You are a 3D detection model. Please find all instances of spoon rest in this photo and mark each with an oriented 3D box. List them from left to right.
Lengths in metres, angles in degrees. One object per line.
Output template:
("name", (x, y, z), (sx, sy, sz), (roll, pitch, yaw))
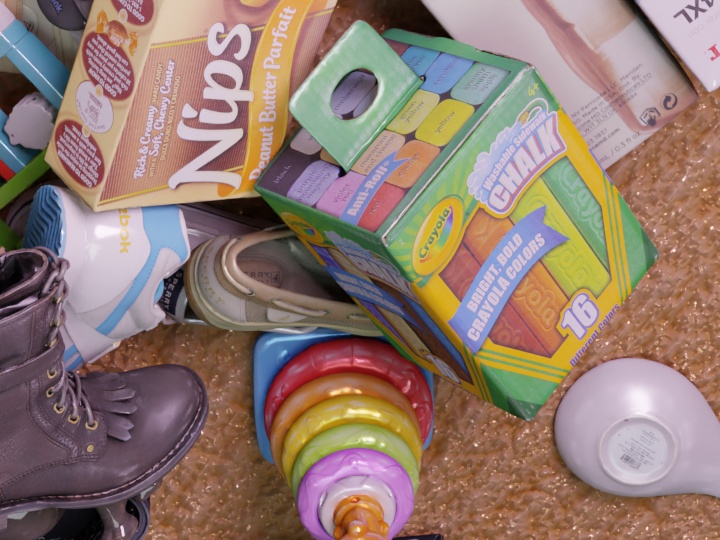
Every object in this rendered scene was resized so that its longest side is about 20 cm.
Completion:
("spoon rest", (0.218, 0.132, 1.160), (0.200, 0.061, 0.099), (35, 110, -7))

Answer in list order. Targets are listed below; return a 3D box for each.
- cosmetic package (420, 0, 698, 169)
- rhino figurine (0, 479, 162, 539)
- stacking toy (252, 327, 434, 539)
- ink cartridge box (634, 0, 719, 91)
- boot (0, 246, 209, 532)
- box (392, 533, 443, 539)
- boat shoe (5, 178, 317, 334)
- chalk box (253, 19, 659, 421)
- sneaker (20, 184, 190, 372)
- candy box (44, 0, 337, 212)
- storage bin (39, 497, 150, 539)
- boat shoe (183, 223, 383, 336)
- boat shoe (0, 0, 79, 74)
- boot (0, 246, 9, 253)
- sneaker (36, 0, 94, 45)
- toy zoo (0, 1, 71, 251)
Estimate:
("cosmetic package", (0.086, -0.156, 0.956), (0.087, 0.103, 0.200), (-37, 117, 14))
("rhino figurine", (-0.217, 0.150, 1.006), (0.200, 0.060, 0.088), (-33, 118, 0))
("stacking toy", (-0.003, 0.122, 1.045), (0.116, 0.200, 0.110), (-4, 119, -4))
("ink cartridge box", (0.179, -0.205, 0.922), (0.128, 0.125, 0.200), (-37, 115, 15))
("boot", (-0.160, 0.054, 0.892), (0.199, 0.069, 0.174), (-22, 145, -28))
("box", (-0.016, 0.279, 1.218), (0.158, 0.046, 0.201), (-4, 120, -3))
("boat shoe", (-0.112, -0.002, 1.041), (0.199, 0.070, 0.071), (14, 117, -13))
("chalk box", (0.042, -0.040, 0.924), (0.125, 0.124, 0.200), (-50, 128, -12))
("sneaker", (-0.154, 0.022, 0.979), (0.080, 0.077, 0.200), (1, 154, -23))
("candy box", (-0.074, -0.128, 0.879), (0.115, 0.055, 0.200), (-8, 132, -44))
("storage bin", (-0.239, 0.121, 1.086), (0.200, 0.094, 0.135), (33, 111, -21))
("boat shoe", (-0.001, -0.002, 1.015), (0.200, 0.063, 0.074), (0, 79, -30))
("boat shoe", (-0.190, -0.192, 0.927), (0.069, 0.074, 0.201), (-10, 120, -6))
("boot", (-0.292, 0.031, 0.932), (0.138, 0.078, 0.200), (41, 107, -18))
("sneaker", (-0.084, -0.186, 0.934), (0.200, 0.075, 0.087), (-40, 156, -7))
("toy zoo", (-0.221, -0.096, 0.962), (0.200, 0.020, 0.131), (46, 130, -13))
